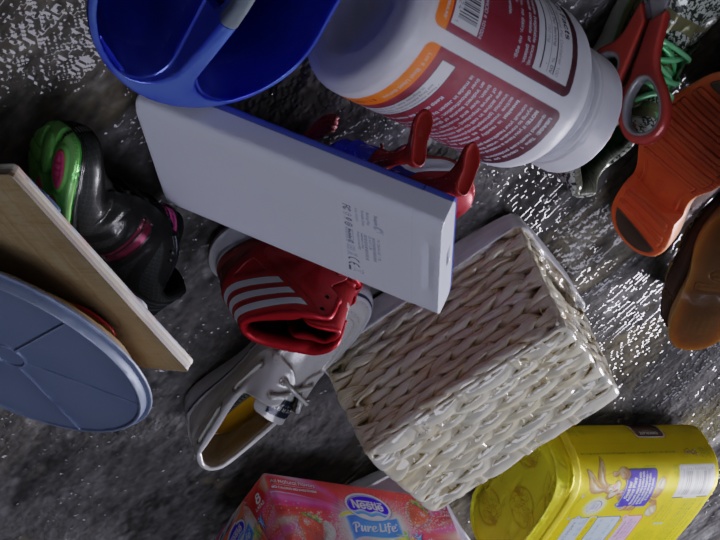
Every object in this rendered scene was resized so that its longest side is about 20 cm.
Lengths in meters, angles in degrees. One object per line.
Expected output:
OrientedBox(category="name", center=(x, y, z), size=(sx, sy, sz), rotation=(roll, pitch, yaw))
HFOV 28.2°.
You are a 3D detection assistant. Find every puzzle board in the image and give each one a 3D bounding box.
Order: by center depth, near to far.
OrientedBox(category="puzzle board", center=(-0.211, -0.002, 0.903), size=(0.149, 0.018, 0.200), rotation=(3, 145, 33))

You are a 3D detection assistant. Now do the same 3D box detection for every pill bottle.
OrientedBox(category="pill bottle", center=(0.071, -0.132, 0.900), size=(0.199, 0.114, 0.113), rotation=(21, 122, -39))

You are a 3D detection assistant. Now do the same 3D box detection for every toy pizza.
OrientedBox(category="toy pizza", center=(-0.225, 0.043, 0.938), size=(0.198, 0.032, 0.201), rotation=(16, 150, 10))

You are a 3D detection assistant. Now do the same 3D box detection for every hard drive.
OrientedBox(category="hard drive", center=(-0.037, -0.044, 0.885), size=(0.198, 0.026, 0.132), rotation=(23, 158, 12))

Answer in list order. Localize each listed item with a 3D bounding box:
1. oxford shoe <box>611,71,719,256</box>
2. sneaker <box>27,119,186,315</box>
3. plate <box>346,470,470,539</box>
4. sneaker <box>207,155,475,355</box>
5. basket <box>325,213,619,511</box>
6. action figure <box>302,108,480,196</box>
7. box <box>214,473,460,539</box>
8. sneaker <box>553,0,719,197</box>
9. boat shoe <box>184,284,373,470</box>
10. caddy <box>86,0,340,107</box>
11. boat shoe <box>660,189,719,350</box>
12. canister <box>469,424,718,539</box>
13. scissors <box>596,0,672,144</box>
OrientedBox(category="oxford shoe", center=(0.246, -0.090, 1.050), size=(0.073, 0.071, 0.200), rotation=(-37, 167, -27))
OrientedBox(category="sneaker", center=(-0.161, -0.034, 0.931), size=(0.083, 0.077, 0.201), rotation=(-24, 149, -9))
OrientedBox(category="plate", center=(-0.006, 0.255, 1.327), size=(0.198, 0.032, 0.200), rotation=(-26, 139, 2))
OrientedBox(category="sneaker", center=(0.000, 0.000, 1.001), size=(0.198, 0.116, 0.079), rotation=(-22, 140, -1))
OrientedBox(category="basket", center=(0.085, 0.078, 1.117), size=(0.199, 0.124, 0.136), rotation=(-33, 137, 12))
OrientedBox(category="action figure", center=(-0.009, -0.067, 0.904), size=(0.065, 0.052, 0.199), rotation=(24, 162, -35))
OrientedBox(category="box", center=(-0.011, 0.250, 1.220), size=(0.198, 0.103, 0.095), rotation=(15, 126, -34))
OrientedBox(category="sneaker", center=(0.196, -0.126, 0.983), size=(0.076, 0.089, 0.200), rotation=(17, 124, -37))
OrientedBox(category="boat shoe", center=(-0.061, 0.083, 1.078), size=(0.200, 0.070, 0.071), rotation=(-39, 131, 25))
OrientedBox(category="caddy", center=(-0.072, -0.182, 0.784), size=(0.140, 0.105, 0.201), rotation=(10, 128, -34))
OrientedBox(category="boat shoe", center=(0.287, -0.022, 1.142), size=(0.070, 0.071, 0.201), rotation=(11, 140, -9))
OrientedBox(category="canister", center=(0.221, 0.208, 1.346), size=(0.198, 0.087, 0.149), rotation=(3, 132, -30))
OrientedBox(category="scissors", center=(0.190, -0.178, 0.947), size=(0.014, 0.073, 0.202), rotation=(8, 97, -49))
